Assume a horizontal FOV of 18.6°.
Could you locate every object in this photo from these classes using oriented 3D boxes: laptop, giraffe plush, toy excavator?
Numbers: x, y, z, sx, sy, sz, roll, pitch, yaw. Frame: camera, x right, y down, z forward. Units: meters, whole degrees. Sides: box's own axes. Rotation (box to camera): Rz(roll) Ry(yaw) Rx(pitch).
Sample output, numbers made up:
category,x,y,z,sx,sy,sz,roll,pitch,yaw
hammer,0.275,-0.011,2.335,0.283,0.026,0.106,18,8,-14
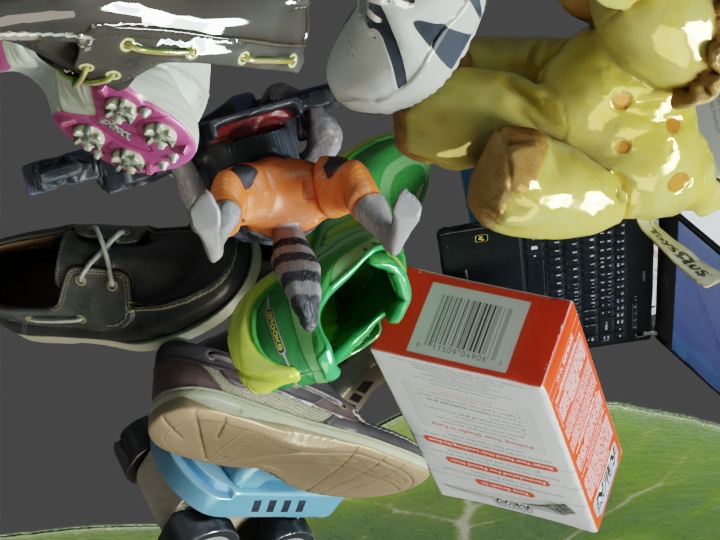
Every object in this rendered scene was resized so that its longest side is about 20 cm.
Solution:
category,x,y,z,sx,sy,sz,roll,pitch,yaw
laptop,0.154,0.044,1.298,0.199,0.104,0.178,-8,151,2
giraffe plush,0.135,-0.110,1.153,0.172,0.199,0.163,-35,149,-52
toy excavator,-0.030,0.096,1.409,0.194,0.100,0.200,5,133,-42

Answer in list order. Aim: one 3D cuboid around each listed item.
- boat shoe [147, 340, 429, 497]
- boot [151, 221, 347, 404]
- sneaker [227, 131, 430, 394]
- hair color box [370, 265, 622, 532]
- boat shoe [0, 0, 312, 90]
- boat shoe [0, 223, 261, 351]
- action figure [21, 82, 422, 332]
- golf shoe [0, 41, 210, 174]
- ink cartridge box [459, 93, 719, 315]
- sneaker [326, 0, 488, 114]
category,x,y,z,sx,sy,sz,roll,pitch,yaw
boat shoe,-0.040,0.088,1.316,0.199,0.065,0.072,17,145,-34
boot,-0.078,0.029,1.403,0.164,0.066,0.200,-24,156,0
sneaker,0.000,0.000,1.261,0.083,0.200,0.074,5,135,30
hair color box,0.087,0.081,1.340,0.110,0.064,0.200,12,152,22
boat shoe,-0.110,-0.114,1.027,0.200,0.061,0.072,-8,-166,-31
boat shoe,-0.150,0.005,1.302,0.199,0.072,0.068,-5,152,32
action figure,-0.075,-0.034,1.198,0.199,0.105,0.193,-15,-164,-11
golf shoe,-0.152,-0.134,1.095,0.075,0.092,0.200,-17,132,43
ink cartridge box,0.178,-0.042,1.346,0.199,0.085,0.145,-19,150,16
sneaker,0.008,-0.159,1.092,0.129,0.080,0.199,16,147,-30
